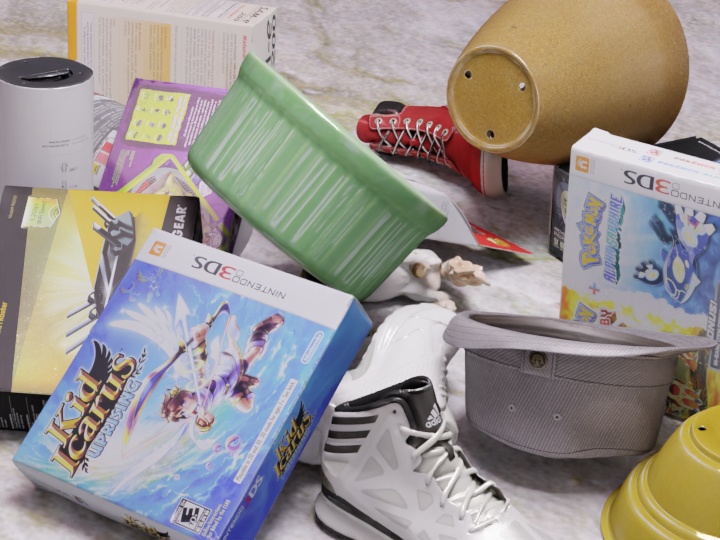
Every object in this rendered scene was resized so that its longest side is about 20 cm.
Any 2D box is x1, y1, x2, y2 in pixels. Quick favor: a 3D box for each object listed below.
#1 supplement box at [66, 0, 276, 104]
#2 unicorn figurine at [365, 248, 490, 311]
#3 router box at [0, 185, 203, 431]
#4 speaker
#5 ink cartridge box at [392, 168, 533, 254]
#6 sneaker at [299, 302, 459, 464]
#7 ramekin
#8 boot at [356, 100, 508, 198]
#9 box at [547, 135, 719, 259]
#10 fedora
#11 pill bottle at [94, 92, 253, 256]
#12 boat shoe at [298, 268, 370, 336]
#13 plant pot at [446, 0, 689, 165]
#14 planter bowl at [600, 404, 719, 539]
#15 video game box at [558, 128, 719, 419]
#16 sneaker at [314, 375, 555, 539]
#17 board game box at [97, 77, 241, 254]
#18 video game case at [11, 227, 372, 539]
[{"bbox_3d":[-0.187,-0.206,2.064,0.198,0.127,0.074,10,25,15],"label":"supplement box"},{"bbox_3d":[0.000,0.000,1.731,0.198,0.075,0.137,14,14,-9],"label":"unicorn figurine"},{"bbox_3d":[-0.208,0.029,1.569,0.156,0.052,0.201,3,50,2],"label":"router box"},{"bbox_3d":[-0.254,-0.068,1.681,0.080,0.202,0.081,2,24,-1],"label":"speaker"},{"bbox_3d":[0.038,-0.069,1.807,0.199,0.051,0.161,6,16,-40],"label":"ink cartridge box"},{"bbox_3d":[0.037,0.097,1.531,0.099,0.078,0.200,23,39,22],"label":"sneaker"},{"bbox_3d":[-0.038,-0.066,1.594,0.200,0.098,0.200,40,3,-3],"label":"ramekin"},{"bbox_3d":[0.068,-0.117,1.973,0.143,0.073,0.200,1,18,-2],"label":"boot"},{"bbox_3d":[0.283,-0.032,1.791,0.162,0.087,0.200,-12,29,-27],"label":"box"},{"bbox_3d":[0.153,0.085,1.502,0.198,0.091,0.177,7,5,11],"label":"fedora"},{"bbox_3d":[-0.192,-0.074,1.797,0.199,0.117,0.115,25,33,33],"label":"pill bottle"},{"bbox_3d":[-0.042,0.046,1.566,0.072,0.068,0.200,47,7,1],"label":"boat shoe"},{"bbox_3d":[0.163,-0.168,1.834,0.185,0.188,0.199,18,24,30],"label":"plant pot"},{"bbox_3d":[0.266,0.147,1.420,0.198,0.084,0.201,2,26,-1],"label":"planter bowl"},{"bbox_3d":[0.238,0.011,1.564,0.181,0.202,0.047,18,31,31],"label":"video game box"},{"bbox_3d":[0.054,0.140,1.375,0.199,0.116,0.075,19,30,30],"label":"sneaker"},{"bbox_3d":[-0.152,-0.064,1.692,0.119,0.032,0.201,6,59,14],"label":"board game box"},{"bbox_3d":[-0.116,0.084,1.433,0.180,0.046,0.201,17,67,31],"label":"video game case"}]
